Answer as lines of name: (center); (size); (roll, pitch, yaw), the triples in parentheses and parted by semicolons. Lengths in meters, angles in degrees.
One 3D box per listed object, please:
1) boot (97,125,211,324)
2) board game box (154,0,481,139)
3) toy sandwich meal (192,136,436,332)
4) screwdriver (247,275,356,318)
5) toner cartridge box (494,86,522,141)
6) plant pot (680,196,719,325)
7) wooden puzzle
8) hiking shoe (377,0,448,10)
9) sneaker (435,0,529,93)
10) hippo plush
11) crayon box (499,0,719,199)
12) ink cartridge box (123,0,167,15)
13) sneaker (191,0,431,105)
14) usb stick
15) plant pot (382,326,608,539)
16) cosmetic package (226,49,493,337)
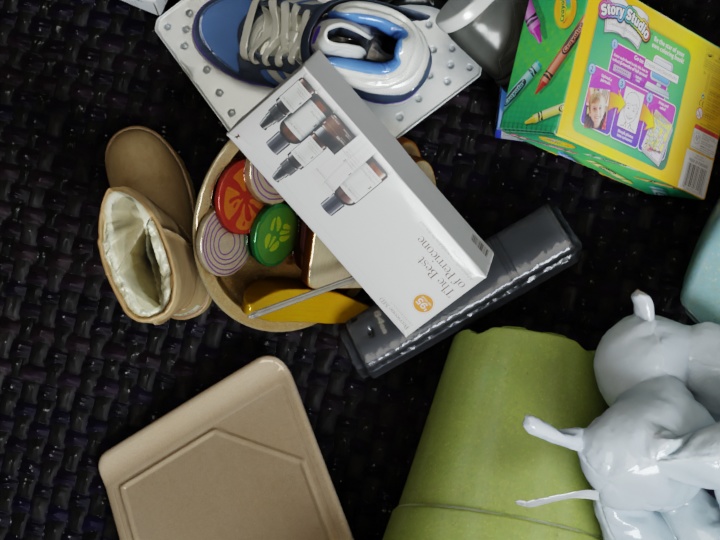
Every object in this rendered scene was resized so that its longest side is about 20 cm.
boot: (-0.164, -0.043, 1.110); (0.066, 0.200, 0.176); (-24, 86, 1)
board game box: (-0.035, -0.182, 1.200); (0.199, 0.026, 0.201); (-37, 85, 0)
toy sandwich meal: (-0.033, -0.034, 1.129); (0.204, 0.070, 0.207); (-13, 114, -31)
screwdriver: (0.000, 0.000, 1.109); (0.199, 0.028, 0.029); (-14, 87, -27)
toner cartridge box: (0.167, -0.204, 1.182); (0.094, 0.043, 0.202); (7, 87, 2)
plant pot: (0.350, -0.010, 1.092); (0.196, 0.196, 0.200); (45, 105, 5)
wooden puzzle: (-0.103, 0.193, 1.138); (0.184, 0.037, 0.201); (-31, 59, 11)
hiking shoe: (0.014, -0.253, 1.149); (0.198, 0.074, 0.087); (15, 79, -1)
sneaker: (0.153, -0.217, 1.135); (0.200, 0.071, 0.099); (-45, 112, -17)
hippo plush: (0.210, 0.117, 1.023); (0.198, 0.161, 0.160); (5, 129, 5)
crayon box: (0.200, -0.136, 1.108); (0.058, 0.199, 0.120); (10, 85, 47)
ink cartridge box: (-0.215, -0.339, 1.201); (0.199, 0.041, 0.201); (23, 81, 4)
sneaker: (-0.042, -0.182, 1.114); (0.198, 0.146, 0.081); (16, 87, 3)
usb stick: (0.077, 0.016, 1.122); (0.199, 0.033, 0.056); (-30, 61, 6)
plant pot: (0.114, 0.148, 1.105); (0.198, 0.200, 0.192); (9, 75, 4)
cosmetic package: (0.001, -0.054, 1.056); (0.082, 0.051, 0.200); (-37, 101, 25)
